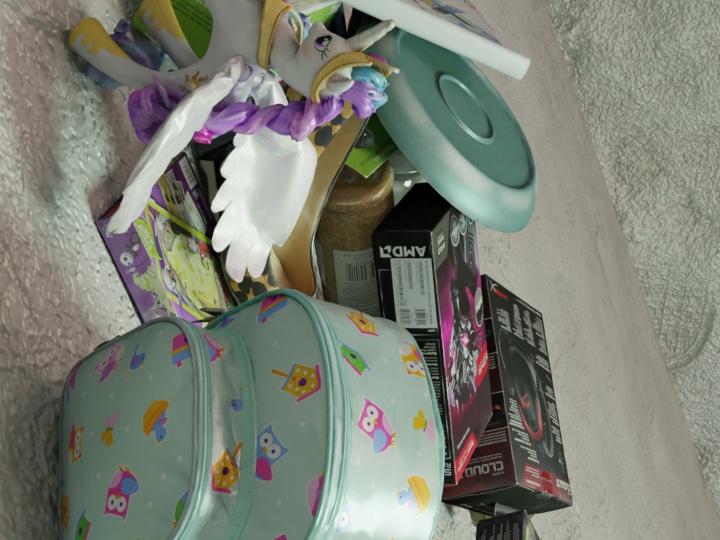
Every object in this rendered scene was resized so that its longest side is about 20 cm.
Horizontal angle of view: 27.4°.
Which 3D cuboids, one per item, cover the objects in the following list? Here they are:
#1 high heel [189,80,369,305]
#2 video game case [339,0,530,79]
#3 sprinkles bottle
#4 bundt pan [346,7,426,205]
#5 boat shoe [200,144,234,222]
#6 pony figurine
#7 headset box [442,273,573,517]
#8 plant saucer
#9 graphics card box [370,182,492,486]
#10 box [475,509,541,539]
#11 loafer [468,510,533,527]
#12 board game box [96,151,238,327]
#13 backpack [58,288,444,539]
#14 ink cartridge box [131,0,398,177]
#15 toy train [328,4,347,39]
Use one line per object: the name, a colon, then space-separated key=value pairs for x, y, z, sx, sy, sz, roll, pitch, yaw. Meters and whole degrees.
high heel: x=-0.024 y=-0.032 z=0.987 sx=0.071 sy=0.142 sz=0.201 roll=-26 pitch=97 yaw=-67
video game case: x=0.022 y=-0.227 z=1.172 sx=0.199 sy=0.022 sz=0.183 roll=19 pitch=22 yaw=-25
sprinkles bottle: x=0.000 y=0.000 z=1.146 sx=0.069 sy=0.068 sz=0.201 roll=-89 pitch=175 yaw=-46
bundt pan: x=0.024 y=-0.133 z=1.279 sx=0.202 sy=0.075 sz=0.204 roll=-176 pitch=-90 yaw=-84
boat shoe: x=-0.068 y=-0.039 z=1.078 sx=0.074 sy=0.066 sz=0.201 roll=33 pitch=43 yaw=-65
pony figurine: x=-0.087 y=-0.111 z=0.898 sx=0.200 sy=0.194 sz=0.166 roll=41 pitch=13 yaw=27
headset box: x=0.115 y=0.122 z=1.262 sx=0.148 sy=0.075 sz=0.202 roll=29 pitch=50 yaw=-60
plant saucer: x=0.074 y=-0.119 z=1.135 sx=0.200 sy=0.027 sz=0.201 roll=38 pitch=30 yaw=-27
graphics card box: x=0.057 y=0.045 z=1.106 sx=0.125 sy=0.050 sz=0.202 roll=-47 pitch=133 yaw=-63
box: x=0.132 y=0.309 z=1.118 sx=0.201 sy=0.049 sz=0.162 roll=-78 pitch=146 yaw=-56
loafer: x=0.089 y=0.156 z=1.384 sx=0.201 sy=0.067 sz=0.076 roll=59 pitch=13 yaw=8
board game box: x=-0.102 y=0.032 z=0.974 sx=0.120 sy=0.032 sz=0.201 roll=-70 pitch=139 yaw=-69
backpack: x=-0.059 y=0.102 z=0.755 sx=0.153 sy=0.199 sz=0.177 roll=29 pitch=46 yaw=-42
ink cartridge box: x=-0.046 y=-0.165 z=1.080 sx=0.199 sy=0.076 sz=0.148 roll=33 pitch=20 yaw=3
toy train: x=-0.052 y=-0.186 z=1.243 sx=0.114 sy=0.086 sz=0.201 roll=56 pitch=23 yaw=-57
